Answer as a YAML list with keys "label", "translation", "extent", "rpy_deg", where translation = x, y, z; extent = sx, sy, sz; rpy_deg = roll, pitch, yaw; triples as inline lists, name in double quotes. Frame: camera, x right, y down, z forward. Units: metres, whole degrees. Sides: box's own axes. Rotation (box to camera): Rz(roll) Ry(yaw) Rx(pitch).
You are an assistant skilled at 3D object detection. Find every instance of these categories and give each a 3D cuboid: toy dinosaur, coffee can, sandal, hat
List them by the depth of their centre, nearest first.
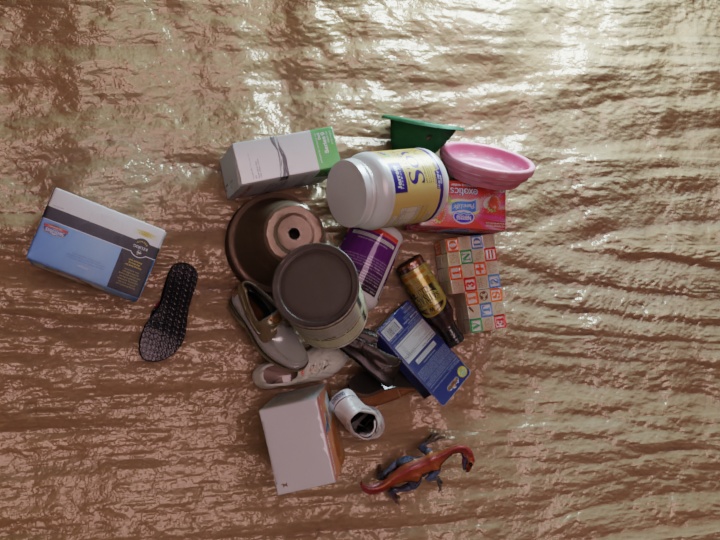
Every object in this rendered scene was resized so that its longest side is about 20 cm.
- label: "coffee can"
  translation: [-0.066, 0.051, 1.399]
  extent: [0.145, 0.200, 0.147]
  rpy_deg: [-1, 74, 5]
- label: "sandal"
  translation: [-0.355, 0.081, 1.484]
  extent: [0.075, 0.045, 0.201]
  rpy_deg: [26, 63, -20]
- label: "toy dinosaur"
  translation: [0.128, 0.395, 1.554]
  extent: [0.181, 0.200, 0.105]
  rpy_deg: [-31, 83, 25]
- label: "hat"
  translation: [0.103, -0.221, 1.637]
  extent: [0.199, 0.165, 0.177]
  rpy_deg: [15, 103, 26]

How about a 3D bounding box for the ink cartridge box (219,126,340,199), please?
- label: "ink cartridge box"
  translation: [-0.156, -0.203, 1.519]
  extent: [0.199, 0.146, 0.085]
  rpy_deg: [-13, 89, -20]

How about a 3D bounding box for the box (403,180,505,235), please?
- label: "box"
  translation: [0.195, -0.130, 1.658]
  extent: [0.199, 0.095, 0.100]
  rpy_deg: [3, 85, -19]

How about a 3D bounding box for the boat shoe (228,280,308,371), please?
- label: "boat shoe"
  translation: [-0.169, 0.104, 1.487]
  extent: [0.200, 0.069, 0.075]
  rpy_deg: [44, 48, 12]

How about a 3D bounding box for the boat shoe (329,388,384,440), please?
- label: "boat shoe"
  translation: [0.004, 0.292, 1.513]
  extent: [0.074, 0.065, 0.200]
  rpy_deg: [-44, 144, 1]

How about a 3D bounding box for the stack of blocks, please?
- label: "stack of blocks"
  translation: [0.231, 0.030, 1.674]
  extent: [0.115, 0.059, 0.201]
  rpy_deg: [-7, 87, -19]

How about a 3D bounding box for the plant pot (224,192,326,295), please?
- label: "plant pot"
  translation: [-0.144, -0.055, 1.495]
  extent: [0.199, 0.175, 0.202]
  rpy_deg: [2, 85, -19]

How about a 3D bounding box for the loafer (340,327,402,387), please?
- label: "loafer"
  translation: [-0.001, 0.138, 1.533]
  extent: [0.200, 0.073, 0.071]
  rpy_deg: [41, 84, -8]

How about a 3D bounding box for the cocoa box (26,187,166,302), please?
- label: "cocoa box"
  translation: [-0.464, -0.039, 1.404]
  extent: [0.199, 0.133, 0.132]
  rpy_deg: [22, 79, -16]

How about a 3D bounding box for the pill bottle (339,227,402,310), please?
- label: "pill bottle"
  translation: [0.000, 0.000, 1.570]
  extent: [0.112, 0.112, 0.201]
  rpy_deg: [27, 77, -14]

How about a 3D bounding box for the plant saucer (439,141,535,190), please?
- label: "plant saucer"
  translation: [0.259, -0.215, 1.653]
  extent: [0.199, 0.201, 0.051]
  rpy_deg: [2, 116, -19]

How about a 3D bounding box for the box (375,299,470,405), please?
- label: "box"
  translation: [0.123, 0.169, 1.604]
  extent: [0.200, 0.032, 0.121]
  rpy_deg: [48, 49, 1]

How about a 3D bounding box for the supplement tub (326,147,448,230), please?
- label: "supplement tub"
  translation: [0.051, -0.153, 1.495]
  extent: [0.199, 0.145, 0.146]
  rpy_deg: [-11, 88, -38]

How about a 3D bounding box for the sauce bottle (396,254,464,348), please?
- label: "sauce bottle"
  translation: [0.149, 0.065, 1.640]
  extent: [0.066, 0.066, 0.201]
  rpy_deg: [-34, 94, -18]

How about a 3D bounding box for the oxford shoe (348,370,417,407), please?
- label: "oxford shoe"
  translation: [0.054, 0.234, 1.599]
  extent: [0.199, 0.072, 0.071]
  rpy_deg: [-7, 44, -30]

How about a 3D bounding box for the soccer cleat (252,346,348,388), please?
- label: "soccer cleat"
  translation: [-0.109, 0.188, 1.533]
  extent: [0.199, 0.078, 0.070]
  rpy_deg: [-14, 89, -20]

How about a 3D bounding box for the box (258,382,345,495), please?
- label: "box"
  translation: [-0.101, 0.300, 1.449]
  extent: [0.106, 0.200, 0.153]
  rpy_deg: [-13, 89, 3]
